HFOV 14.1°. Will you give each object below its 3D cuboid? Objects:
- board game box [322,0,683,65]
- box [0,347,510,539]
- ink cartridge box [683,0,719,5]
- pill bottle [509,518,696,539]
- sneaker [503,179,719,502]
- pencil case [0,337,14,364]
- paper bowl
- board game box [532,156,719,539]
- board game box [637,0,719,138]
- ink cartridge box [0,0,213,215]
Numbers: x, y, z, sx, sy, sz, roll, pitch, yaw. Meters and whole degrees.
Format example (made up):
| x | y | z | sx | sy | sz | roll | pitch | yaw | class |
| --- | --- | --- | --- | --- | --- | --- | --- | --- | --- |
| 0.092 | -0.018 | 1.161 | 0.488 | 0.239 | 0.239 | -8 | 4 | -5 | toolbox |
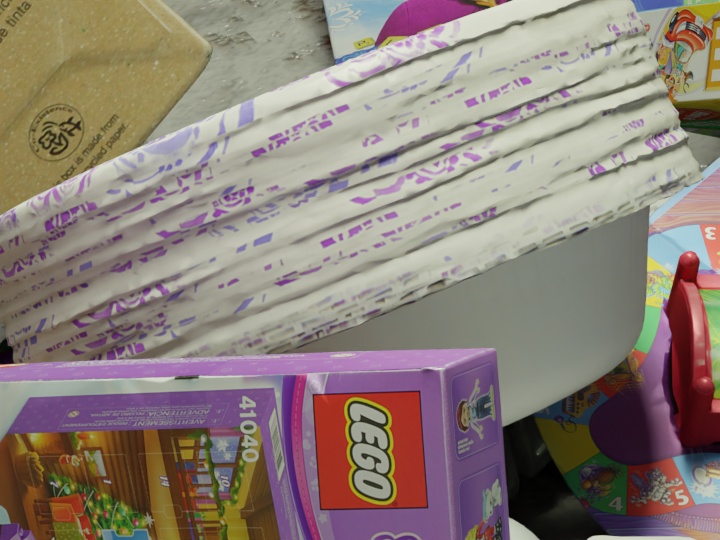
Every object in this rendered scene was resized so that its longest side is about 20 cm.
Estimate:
| x | y | z | sx | sy | sz | roll | pitch | yaw | class |
| --- | --- | --- | --- | --- | --- | --- | --- | --- | --- |
| 0.082 | -0.122 | 1.236 | 0.199 | 0.041 | 0.200 | -14 | 28 | 1 | board game box |
| -0.030 | 0.121 | 0.687 | 0.136 | 0.202 | 0.039 | -2 | 4 | 23 | box |
| 0.222 | -0.120 | 1.003 | 0.144 | 0.085 | 0.200 | 2 | 0 | -23 | ink cartridge box |
| -0.007 | 0.120 | 0.761 | 0.199 | 0.115 | 0.114 | -4 | 30 | 21 | pill bottle |
| 0.068 | 0.014 | 0.968 | 0.199 | 0.078 | 0.091 | -21 | 21 | -20 | sneaker |
| -0.110 | 0.076 | 0.923 | 0.088 | 0.089 | 0.200 | 1 | 35 | 28 | pencil case |
| 0.000 | 0.000 | 0.819 | 0.200 | 0.105 | 0.201 | -23 | 1 | 0 | paper bowl |
| 0.147 | 0.017 | 0.873 | 0.158 | 0.039 | 0.200 | 38 | 57 | 24 | board game box |
| 0.180 | -0.062 | 0.955 | 0.134 | 0.035 | 0.200 | 9 | -4 | -26 | board game box |
| -0.149 | -0.012 | 0.975 | 0.200 | 0.075 | 0.165 | -51 | 9 | -12 | ink cartridge box |
